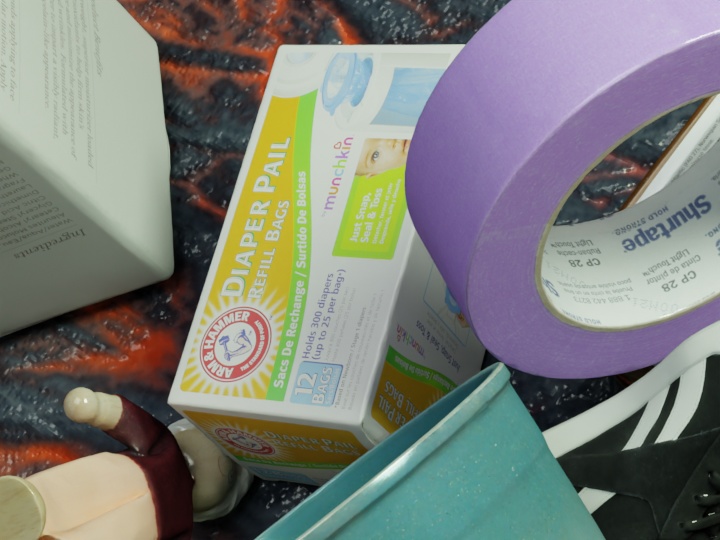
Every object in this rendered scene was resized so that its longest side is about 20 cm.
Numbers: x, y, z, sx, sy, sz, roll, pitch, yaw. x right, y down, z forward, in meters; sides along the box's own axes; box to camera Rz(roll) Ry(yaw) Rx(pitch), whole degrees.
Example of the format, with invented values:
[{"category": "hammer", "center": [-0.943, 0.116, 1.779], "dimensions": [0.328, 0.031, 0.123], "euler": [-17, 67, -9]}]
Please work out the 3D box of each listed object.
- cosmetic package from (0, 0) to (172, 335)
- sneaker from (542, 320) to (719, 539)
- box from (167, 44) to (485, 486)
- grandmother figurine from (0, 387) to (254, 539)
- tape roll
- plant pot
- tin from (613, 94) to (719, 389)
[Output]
[{"category": "cosmetic package", "center": [-0.220, -0.083, 1.063], "dimensions": [0.164, 0.200, 0.166], "euler": [-18, 57, 18]}, {"category": "sneaker", "center": [0.153, 0.094, 0.840], "dimensions": [0.200, 0.073, 0.113], "euler": [-36, 65, 34]}, {"category": "box", "center": [0.000, 0.000, 0.970], "dimensions": [0.112, 0.101, 0.201], "euler": [3, 65, 29]}, {"category": "grandmother figurine", "center": [-0.108, 0.113, 0.925], "dimensions": [0.060, 0.200, 0.122], "euler": [3, 102, 23]}, {"category": "tape roll", "center": [0.121, -0.045, 0.823], "dimensions": [0.199, 0.200, 0.066], "euler": [-34, 52, 7]}, {"category": "plant pot", "center": [0.033, 0.172, 0.786], "dimensions": [0.200, 0.200, 0.188], "euler": [-37, 88, 5]}, {"category": "tin", "center": [0.184, -0.026, 0.927], "dimensions": [0.112, 0.042, 0.200], "euler": [32, 82, 41]}]
